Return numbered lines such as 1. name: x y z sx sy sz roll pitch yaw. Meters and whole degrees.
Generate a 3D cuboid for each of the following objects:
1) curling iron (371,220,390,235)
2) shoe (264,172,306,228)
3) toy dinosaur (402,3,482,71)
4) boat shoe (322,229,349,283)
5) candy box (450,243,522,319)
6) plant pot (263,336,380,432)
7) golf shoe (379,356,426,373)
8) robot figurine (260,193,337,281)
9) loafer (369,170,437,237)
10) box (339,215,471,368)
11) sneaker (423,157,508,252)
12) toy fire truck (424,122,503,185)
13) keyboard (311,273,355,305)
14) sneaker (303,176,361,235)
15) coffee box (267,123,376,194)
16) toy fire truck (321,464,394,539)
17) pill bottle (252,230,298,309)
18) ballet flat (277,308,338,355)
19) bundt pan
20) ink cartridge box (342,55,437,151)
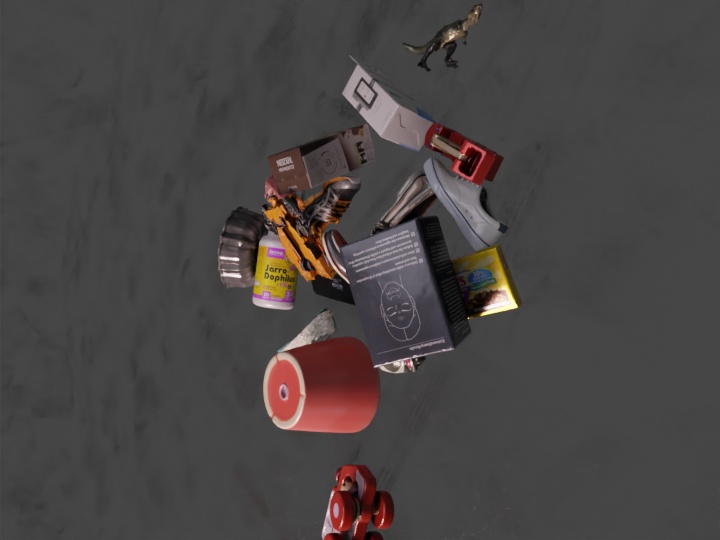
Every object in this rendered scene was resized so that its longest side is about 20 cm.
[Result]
1. curling iron: 0.089 -0.014 0.948 0.200 0.025 0.050 48 154 11
2. shoe: -0.179 -0.154 1.207 0.072 0.088 0.204 95 180 -50
3. toy dinosaur: 0.148 -0.415 0.968 0.197 0.047 0.091 -5 68 47
4. boat shoe: 0.000 0.000 1.019 0.062 0.071 0.202 -32 95 29
5. candy box: 0.163 0.032 0.883 0.197 0.026 0.105 -20 94 41
6. plant pot: -0.087 0.235 1.055 0.197 0.174 0.207 -6 82 46
7. golf shoe: 0.057 0.087 0.962 0.086 0.077 0.206 -13 82 26
8. robot figurine: -0.126 -0.072 1.083 0.143 0.058 0.203 -5 121 51
9. loafer: 0.079 -0.089 0.992 0.063 0.071 0.202 45 115 32
10. box: 0.074 0.033 0.847 0.145 0.106 0.205 -17 89 28
11. sneaker: 0.181 -0.125 0.891 0.071 0.072 0.203 -41 66 25
12. toy fire truck: 0.160 -0.196 0.860 0.200 0.139 0.050 44 116 40
13. keyboard: -0.040 0.014 1.143 0.197 0.039 0.107 12 117 46
14. sneaker: -0.058 -0.143 1.144 0.199 0.077 0.079 -32 64 51
15. coffee box: -0.076 -0.229 1.068 0.111 0.198 0.082 0 114 45
16. toy fire truck: -0.024 0.474 1.023 0.167 0.109 0.206 22 102 65
17. pill bottle: -0.197 -0.016 1.253 0.103 0.103 0.206 8 92 46
18. ballet flat: -0.118 0.162 1.179 0.200 0.071 0.073 -43 57 36
19. bundt pan: -0.274 -0.051 1.296 0.074 0.202 0.208 9 92 12
20. ink cartridge box: 0.045 -0.326 1.017 0.068 0.114 0.202 -54 50 26
